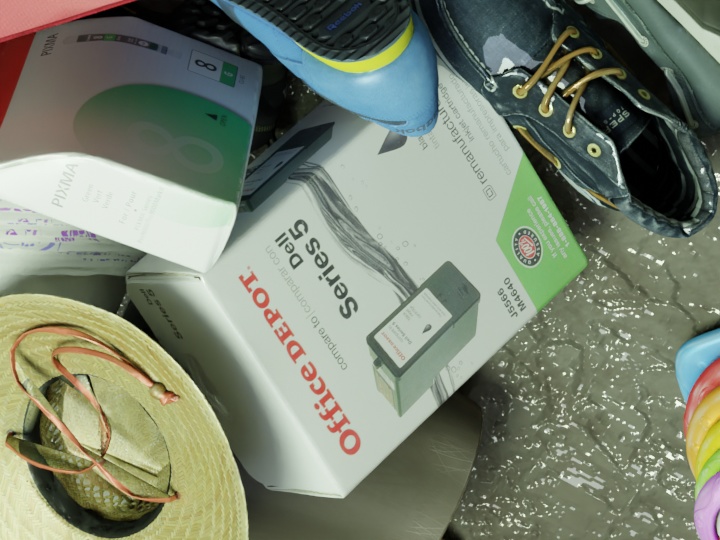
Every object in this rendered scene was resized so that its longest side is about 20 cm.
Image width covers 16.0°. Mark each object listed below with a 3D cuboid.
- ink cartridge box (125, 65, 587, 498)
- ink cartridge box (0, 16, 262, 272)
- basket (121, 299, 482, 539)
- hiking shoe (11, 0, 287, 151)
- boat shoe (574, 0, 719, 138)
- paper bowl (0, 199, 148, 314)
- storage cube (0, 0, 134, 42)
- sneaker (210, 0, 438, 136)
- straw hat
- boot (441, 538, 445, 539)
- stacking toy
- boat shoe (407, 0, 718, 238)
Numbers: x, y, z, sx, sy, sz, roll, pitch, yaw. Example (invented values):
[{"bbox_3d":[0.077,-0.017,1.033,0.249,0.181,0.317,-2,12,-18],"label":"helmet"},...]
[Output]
[{"bbox_3d":[0.000,0.000,1.326,0.084,0.200,0.146,0,128,56],"label":"ink cartridge box"},{"bbox_3d":[-0.151,-0.085,1.262,0.200,0.161,0.050,22,119,-9],"label":"ink cartridge box"},{"bbox_3d":[-0.045,0.086,1.429,0.200,0.181,0.136,26,153,-10],"label":"basket"},{"bbox_3d":[-0.136,-0.098,1.385,0.199,0.076,0.101,7,118,11],"label":"hiking shoe"},{"bbox_3d":[0.130,-0.143,1.285,0.200,0.073,0.062,42,122,-18],"label":"boat shoe"},{"bbox_3d":[-0.203,-0.008,1.347,0.200,0.201,0.105,0,88,16],"label":"paper bowl"},{"bbox_3d":[-0.145,-0.231,1.253,0.179,0.171,0.200,-15,114,22],"label":"storage cube"},{"bbox_3d":[-0.028,-0.129,1.296,0.066,0.200,0.079,-39,137,-10],"label":"sneaker"},{"bbox_3d":[-0.124,0.084,1.294,0.200,0.085,0.202,10,120,18],"label":"straw hat"},{"bbox_3d":[-0.048,0.204,1.535,0.155,0.199,0.073,-20,83,63],"label":"boot"},{"bbox_3d":[0.215,0.118,1.339,0.110,0.200,0.116,-18,115,24],"label":"stacking toy"},{"bbox_3d":[0.104,-0.096,1.281,0.200,0.091,0.071,42,87,-30],"label":"boat shoe"}]
